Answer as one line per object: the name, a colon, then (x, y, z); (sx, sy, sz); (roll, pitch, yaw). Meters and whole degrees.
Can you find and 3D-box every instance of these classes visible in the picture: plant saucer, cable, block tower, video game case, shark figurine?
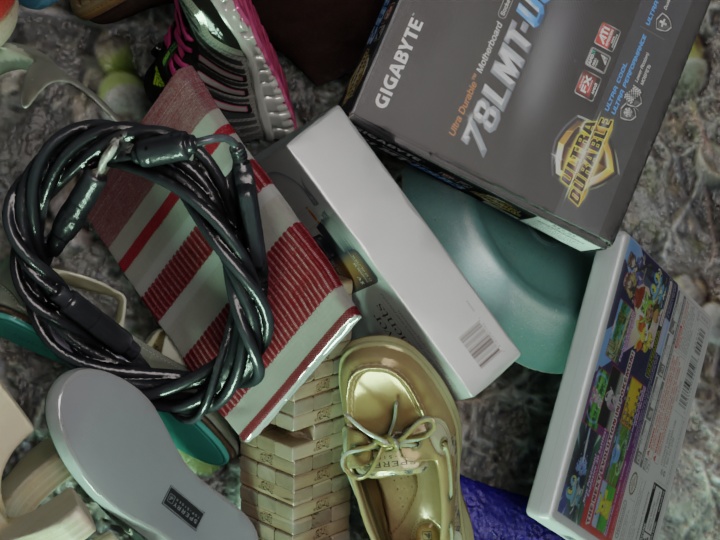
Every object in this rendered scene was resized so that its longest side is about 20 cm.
plant saucer: (0.115, -0.028, 1.565); (0.200, 0.036, 0.201); (26, 46, -31)
cable: (-0.134, 0.007, 1.405); (0.162, 0.051, 0.201); (-4, 114, 7)
block tower: (-0.042, 0.092, 1.486); (0.054, 0.058, 0.201); (-14, 113, -42)
video game case: (0.180, 0.096, 1.573); (0.182, 0.023, 0.201); (37, 66, -56)
shark figurine: (-0.251, -0.103, 1.458); (0.090, 0.214, 0.129); (47, 30, -47)

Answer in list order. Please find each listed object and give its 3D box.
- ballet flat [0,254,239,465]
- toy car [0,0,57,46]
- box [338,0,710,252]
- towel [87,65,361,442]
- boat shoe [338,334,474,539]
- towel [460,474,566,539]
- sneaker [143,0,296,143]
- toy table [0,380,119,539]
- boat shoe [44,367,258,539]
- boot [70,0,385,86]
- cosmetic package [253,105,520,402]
ballet flat: (-0.152, 0.051, 1.492); (0.200, 0.067, 0.064); (33, 62, -14)
toy car: (-0.295, -0.228, 1.382); (0.184, 0.177, 0.201); (-35, 133, -30)
box: (0.109, -0.142, 1.505); (0.198, 0.050, 0.201); (27, 79, -16)
towel: (-0.089, -0.009, 1.452); (0.023, 0.144, 0.200); (-16, 64, -46)
boat shoe: (0.031, 0.135, 1.464); (0.073, 0.063, 0.201); (-9, 118, 18)
towel: (0.077, 0.242, 1.558); (0.147, 0.050, 0.201); (18, 77, -18)
sneaker: (-0.103, -0.138, 1.484); (0.087, 0.200, 0.074); (-19, 59, 3)
toy table: (-0.223, 0.160, 1.399); (0.117, 0.184, 0.200); (-37, 116, -5)
boat shoe: (-0.141, 0.135, 1.449); (0.200, 0.056, 0.069); (51, 58, -33)
boot: (-0.074, -0.176, 1.539); (0.199, 0.073, 0.166); (-27, 128, 17)
cosmetic package: (0.000, 0.000, 1.508); (0.052, 0.151, 0.200); (-39, 96, -22)
